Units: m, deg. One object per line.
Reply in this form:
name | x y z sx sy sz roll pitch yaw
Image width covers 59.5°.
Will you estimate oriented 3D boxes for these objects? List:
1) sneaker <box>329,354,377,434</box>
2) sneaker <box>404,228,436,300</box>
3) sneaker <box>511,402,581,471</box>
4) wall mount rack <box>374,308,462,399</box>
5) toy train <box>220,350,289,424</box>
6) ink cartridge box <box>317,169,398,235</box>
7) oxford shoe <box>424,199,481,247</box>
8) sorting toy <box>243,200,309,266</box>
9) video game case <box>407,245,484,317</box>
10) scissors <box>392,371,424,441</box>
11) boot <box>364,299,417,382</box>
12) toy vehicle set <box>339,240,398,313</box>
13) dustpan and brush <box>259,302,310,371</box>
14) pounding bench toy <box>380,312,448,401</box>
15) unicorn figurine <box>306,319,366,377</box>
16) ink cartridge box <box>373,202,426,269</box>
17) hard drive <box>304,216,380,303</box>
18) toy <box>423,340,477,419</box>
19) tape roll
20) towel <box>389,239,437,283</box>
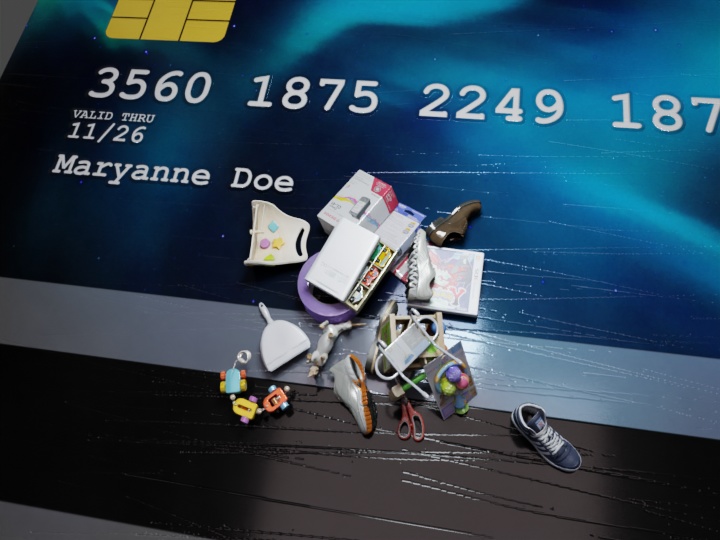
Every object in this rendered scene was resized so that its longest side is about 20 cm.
sneaker | -0.022 0.329 1.638 0.090 0.075 0.205 -26 70 24
sneaker | 0.168 -0.013 1.727 0.078 0.075 0.206 8 71 -5
sneaker | 0.449 0.398 1.515 0.199 0.109 0.070 41 75 22
wall mount rack | 0.134 0.197 1.481 0.199 0.075 0.174 -40 82 -17
toy train | -0.282 0.320 1.675 0.150 0.056 0.200 -41 70 -14
ink cartridge box | -0.007 -0.177 1.842 0.146 0.086 0.201 31 71 35
oxford shoe | 0.281 -0.130 1.806 0.198 0.073 0.085 -36 69 -16
sorting toy | -0.238 -0.087 1.842 0.174 0.108 0.206 3 64 0
video game case | 0.237 0.026 1.746 0.193 0.023 0.188 7 69 10
scissors | 0.120 0.333 1.615 0.071 0.014 0.207 -9 78 10
boot | 0.103 0.193 1.682 0.134 0.078 0.206 17 81 10
toy vehicle set | 0.000 0.000 1.727 0.122 0.027 0.202 30 75 19
dustpan and brush | -0.237 0.166 1.747 0.137 0.057 0.203 -30 72 -9
pounding bench toy | 0.141 0.220 1.582 0.151 0.125 0.207 -1 73 -10
unicorn figurine | -0.084 0.189 1.683 0.074 0.137 0.201 41 89 12
ink cartridge box | 0.093 -0.096 1.813 0.118 0.042 0.201 29 73 41
hard drive | -0.048 -0.031 1.712 0.129 0.026 0.203 27 77 18
toy | 0.234 0.282 1.548 0.114 0.203 0.047 -33 40 -12
tape roll | -0.077 0.044 1.772 0.193 0.066 0.206 -3 64 5
towel | 0.173 -0.017 1.795 0.198 0.023 0.145 37 75 21
